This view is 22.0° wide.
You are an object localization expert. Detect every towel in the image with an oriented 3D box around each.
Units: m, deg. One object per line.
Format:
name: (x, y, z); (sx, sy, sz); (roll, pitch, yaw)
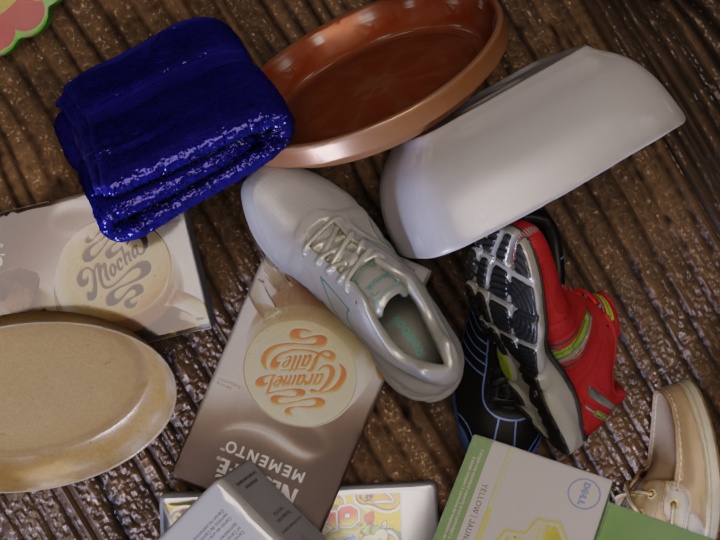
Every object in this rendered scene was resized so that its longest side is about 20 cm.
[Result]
towel: (-0.133, -0.105, 1.244); (0.148, 0.200, 0.050); (-32, 122, -2)

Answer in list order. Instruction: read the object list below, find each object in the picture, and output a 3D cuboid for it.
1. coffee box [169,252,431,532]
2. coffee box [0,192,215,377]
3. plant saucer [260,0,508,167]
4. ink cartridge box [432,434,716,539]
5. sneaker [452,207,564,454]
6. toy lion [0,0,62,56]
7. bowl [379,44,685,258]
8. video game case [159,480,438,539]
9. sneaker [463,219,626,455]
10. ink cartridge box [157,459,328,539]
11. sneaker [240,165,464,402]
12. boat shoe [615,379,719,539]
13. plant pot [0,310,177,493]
coffee box: (-0.041, 0.074, 1.288); (0.114, 0.080, 0.200); (22, 81, -1)
coffee box: (-0.212, 0.008, 1.294); (0.200, 0.080, 0.113); (-13, 91, -2)
plant saucer: (0.007, -0.128, 1.254); (0.200, 0.200, 0.032); (-27, 119, -2)
ink cartridge box: (0.146, 0.211, 1.242); (0.200, 0.048, 0.146); (17, 65, 14)
sneaker: (0.105, 0.050, 1.305); (0.070, 0.078, 0.200); (3, 89, -3)
toy lion: (-0.309, -0.240, 1.307); (0.200, 0.069, 0.192); (-4, 97, -2)
bowl: (0.100, -0.085, 1.242); (0.200, 0.200, 0.075); (-30, 96, -6)
video game case: (-0.041, 0.246, 1.327); (0.200, 0.023, 0.182); (-2, 89, -2)
sneaker: (0.130, 0.032, 1.235); (0.085, 0.077, 0.200); (-37, 135, -16)
ink cartridge box: (-0.060, 0.246, 1.193); (0.200, 0.084, 0.144); (45, 100, 5)
sneaker: (0.000, 0.000, 1.222); (0.070, 0.080, 0.200); (-43, 86, -9)
boat shoe: (0.214, 0.178, 1.310); (0.069, 0.074, 0.200); (-2, 90, -8)
plant pot: (-0.225, 0.086, 1.257); (0.200, 0.200, 0.028); (-13, 53, -2)
